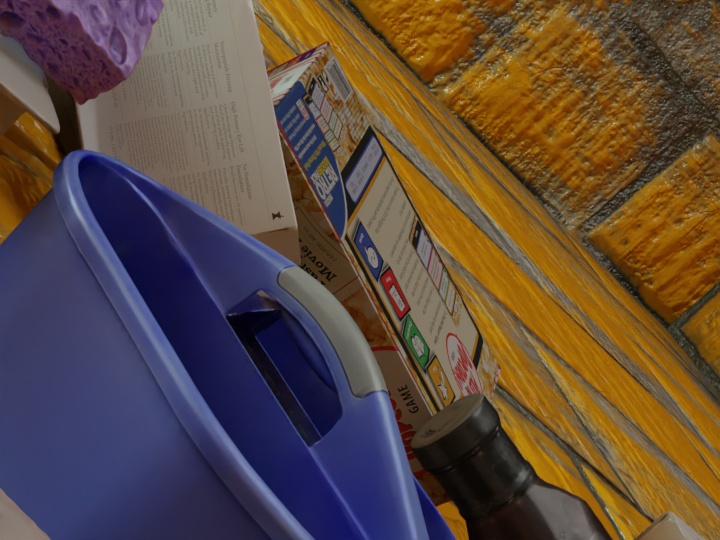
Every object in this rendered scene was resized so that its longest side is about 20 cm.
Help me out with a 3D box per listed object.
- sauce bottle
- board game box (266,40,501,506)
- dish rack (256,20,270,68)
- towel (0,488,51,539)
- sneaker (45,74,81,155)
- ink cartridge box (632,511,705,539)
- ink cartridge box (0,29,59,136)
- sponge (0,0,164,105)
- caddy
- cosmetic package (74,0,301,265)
[{"bbox_3d":[0.093,0.147,0.787,0.200,0.066,0.066,53,8,-8],"label":"sauce bottle"},{"bbox_3d":[0.000,0.000,0.856,0.200,0.046,0.152,62,17,-12],"label":"board game box"},{"bbox_3d":[-0.145,-0.175,1.017,0.200,0.044,0.172,27,9,-44],"label":"dish rack"},{"bbox_3d":[-0.101,0.085,0.338,0.191,0.032,0.200,47,10,-8],"label":"towel"},{"bbox_3d":[-0.096,-0.064,0.835,0.070,0.076,0.200,37,14,-48],"label":"sneaker"},{"bbox_3d":[0.219,0.242,0.965,0.200,0.084,0.145,40,12,-42],"label":"ink cartridge box"},{"bbox_3d":[-0.182,-0.102,0.629,0.116,0.067,0.200,42,10,-34],"label":"ink cartridge box"},{"bbox_3d":[-0.142,-0.158,0.602,0.200,0.030,0.112,44,36,-27],"label":"sponge"},{"bbox_3d":[-0.040,0.049,0.521,0.141,0.105,0.200,33,17,-53],"label":"caddy"},{"bbox_3d":[-0.082,-0.094,0.743,0.051,0.082,0.201,83,-4,-71],"label":"cosmetic package"}]
